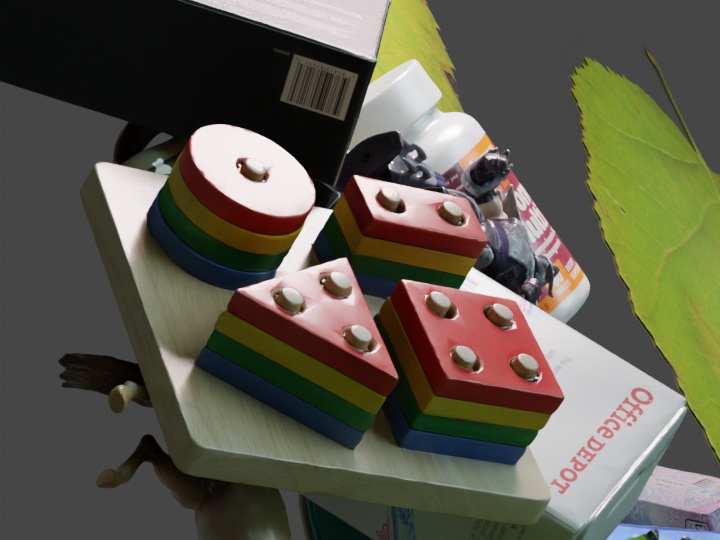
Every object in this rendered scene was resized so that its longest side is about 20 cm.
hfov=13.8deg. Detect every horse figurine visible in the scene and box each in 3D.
[{"bbox_3d":[-0.067,0.118,1.384,0.132,0.050,0.201,7,53,-62],"label":"horse figurine"}]

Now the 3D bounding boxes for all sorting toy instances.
[{"bbox_3d":[-0.012,0.016,1.417,0.198,0.070,0.200,11,36,-31],"label":"sorting toy"}]

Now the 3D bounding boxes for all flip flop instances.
[{"bbox_3d":[-0.108,-0.067,1.624,0.058,0.081,0.200,45,19,4],"label":"flip flop"}]

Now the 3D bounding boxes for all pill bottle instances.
[{"bbox_3d":[0.059,-0.036,2.014,0.200,0.109,0.110,54,14,-8],"label":"pill bottle"}]

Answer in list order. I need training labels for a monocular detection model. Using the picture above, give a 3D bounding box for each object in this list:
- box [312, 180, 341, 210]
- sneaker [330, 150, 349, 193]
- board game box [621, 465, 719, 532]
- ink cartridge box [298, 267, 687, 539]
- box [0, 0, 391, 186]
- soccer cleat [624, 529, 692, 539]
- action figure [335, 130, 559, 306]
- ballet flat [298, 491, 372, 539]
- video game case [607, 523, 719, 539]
[{"bbox_3d":[0.000,0.000,1.736,0.200,0.044,0.160,41,-2,-34],"label":"box"},{"bbox_3d":[-0.020,-0.053,1.875,0.200,0.070,0.080,47,14,-30],"label":"sneaker"},{"bbox_3d":[0.212,0.217,1.808,0.199,0.043,0.201,4,-62,66],"label":"board game box"},{"bbox_3d":[0.046,0.076,1.528,0.200,0.083,0.146,32,36,13],"label":"ink cartridge box"},{"bbox_3d":[-0.091,-0.127,1.581,0.199,0.079,0.141,18,22,-2],"label":"box"},{"bbox_3d":[0.130,0.187,1.513,0.067,0.081,0.200,40,25,20],"label":"soccer cleat"},{"bbox_3d":[0.071,-0.021,1.842,0.200,0.069,0.130,27,37,-51],"label":"action figure"},{"bbox_3d":[0.017,0.167,1.550,0.069,0.069,0.200,39,24,-50],"label":"ballet flat"},{"bbox_3d":[0.147,0.224,1.572,0.199,0.045,0.182,7,60,-31],"label":"video game case"}]
